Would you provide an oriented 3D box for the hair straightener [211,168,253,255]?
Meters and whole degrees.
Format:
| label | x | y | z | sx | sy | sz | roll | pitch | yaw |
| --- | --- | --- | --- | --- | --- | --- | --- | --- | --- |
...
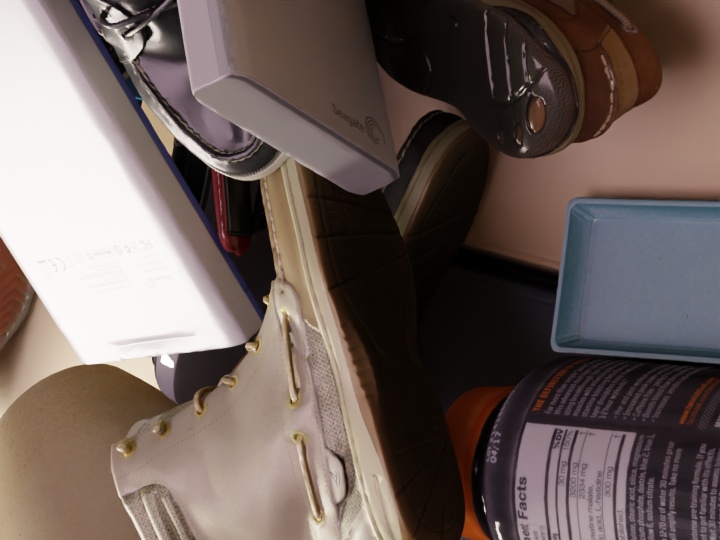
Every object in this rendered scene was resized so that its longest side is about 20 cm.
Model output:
| label | x | y | z | sx | sy | sz | roll | pitch | yaw |
| --- | --- | --- | --- | --- | --- | --- | --- | --- | --- |
| hair straightener | -0.036 | -0.110 | 1.013 | 0.077 | 0.041 | 0.201 | -7 | 81 | 18 |

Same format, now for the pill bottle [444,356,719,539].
| label | x | y | z | sx | sy | sz | roll | pitch | yaw |
| --- | --- | --- | --- | --- | --- | --- | --- | --- | --- |
| pill bottle | 0.126 | 0.091 | 0.928 | 0.200 | 0.106 | 0.107 | 3 | 108 | 42 |

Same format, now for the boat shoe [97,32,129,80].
| label | x | y | z | sx | sy | sz | roll | pitch | yaw |
| --- | --- | --- | --- | --- | --- | --- | --- | --- | --- |
| boat shoe | -0.115 | -0.178 | 0.997 | 0.074 | 0.062 | 0.201 | 18 | 102 | 7 |

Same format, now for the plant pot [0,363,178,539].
| label | x | y | z | sx | sy | sz | roll | pitch | yaw |
| --- | --- | --- | --- | --- | --- | --- | --- | --- | --- |
| plant pot | -0.111 | 0.147 | 1.136 | 0.200 | 0.187 | 0.188 | 51 | 134 | 36 |

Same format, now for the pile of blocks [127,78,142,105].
| label | x | y | z | sx | sy | sz | roll | pitch | yaw |
| --- | --- | --- | --- | --- | --- | --- | --- | --- | --- |
| pile of blocks | -0.130 | -0.131 | 1.083 | 0.062 | 0.082 | 0.201 | 12 | 123 | -8 |

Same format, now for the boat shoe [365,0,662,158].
| label | x | y | z | sx | sy | sz | roll | pitch | yaw |
| --- | --- | --- | --- | --- | --- | --- | --- | --- | --- |
| boat shoe | 0.058 | -0.110 | 0.937 | 0.200 | 0.074 | 0.076 | 49 | 145 | 47 |

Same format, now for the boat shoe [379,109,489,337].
| label | x | y | z | sx | sy | sz | roll | pitch | yaw |
| --- | --- | --- | --- | --- | --- | --- | --- | --- | --- |
| boat shoe | 0.000 | 0.000 | 1.033 | 0.066 | 0.072 | 0.201 | 38 | 132 | 20 |

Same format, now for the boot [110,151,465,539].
| label | x | y | z | sx | sy | sz | roll | pitch | yaw |
| --- | --- | --- | --- | --- | --- | --- | --- | --- | --- |
| boot | -0.047 | 0.046 | 0.969 | 0.154 | 0.072 | 0.201 | -20 | 81 | 34 |

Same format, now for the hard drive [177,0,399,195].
| label | x | y | z | sx | sy | sz | roll | pitch | yaw |
| --- | --- | --- | --- | --- | --- | --- | --- | --- | --- |
| hard drive | -0.041 | -0.143 | 0.912 | 0.027 | 0.132 | 0.201 | -21 | 64 | 24 |

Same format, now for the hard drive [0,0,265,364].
| label | x | y | z | sx | sy | sz | roll | pitch | yaw |
| --- | --- | --- | --- | --- | --- | --- | --- | --- | --- |
| hard drive | -0.140 | -0.047 | 1.032 | 0.132 | 0.025 | 0.200 | -8 | 119 | 46 |

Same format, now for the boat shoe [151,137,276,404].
| label | x | y | z | sx | sy | sz | roll | pitch | yaw |
| --- | --- | --- | --- | --- | --- | --- | --- | --- | --- |
| boat shoe | -0.075 | -0.028 | 1.098 | 0.057 | 0.069 | 0.201 | 31 | 117 | 29 |

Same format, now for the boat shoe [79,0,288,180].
| label | x | y | z | sx | sy | sz | roll | pitch | yaw |
| --- | --- | --- | --- | --- | --- | --- | --- | --- | --- |
| boat shoe | -0.091 | -0.130 | 0.919 | 0.074 | 0.066 | 0.200 | -24 | 83 | 19 |

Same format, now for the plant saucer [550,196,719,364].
| label | x | y | z | sx | sy | sz | roll | pitch | yaw |
| --- | --- | --- | --- | --- | --- | --- | --- | --- | --- |
| plant saucer | 0.167 | 0.006 | 0.905 | 0.200 | 0.019 | 0.070 | 3 | 83 | 43 |

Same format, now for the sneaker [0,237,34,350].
| label | x | y | z | sx | sy | sz | roll | pitch | yaw |
| --- | --- | --- | --- | --- | --- | --- | --- | --- | --- |
| sneaker | -0.255 | 0.032 | 1.280 | 0.080 | 0.071 | 0.200 | 47 | 125 | 31 |
